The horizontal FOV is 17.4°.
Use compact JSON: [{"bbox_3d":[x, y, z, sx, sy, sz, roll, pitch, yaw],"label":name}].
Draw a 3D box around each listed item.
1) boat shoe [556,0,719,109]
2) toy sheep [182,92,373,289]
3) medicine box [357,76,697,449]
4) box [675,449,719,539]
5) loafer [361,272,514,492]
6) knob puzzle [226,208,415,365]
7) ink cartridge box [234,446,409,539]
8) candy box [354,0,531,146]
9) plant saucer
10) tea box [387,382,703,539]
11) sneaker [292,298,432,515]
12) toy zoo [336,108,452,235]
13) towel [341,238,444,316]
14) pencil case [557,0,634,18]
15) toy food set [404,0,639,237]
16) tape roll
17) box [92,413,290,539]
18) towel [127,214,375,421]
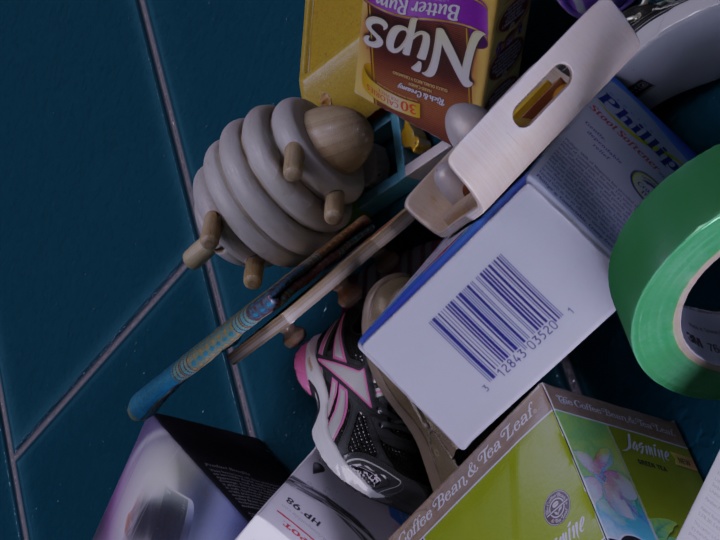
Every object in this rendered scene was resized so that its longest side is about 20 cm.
[{"bbox_3d":[0.199,-0.156,1.614,0.199,0.070,0.064,-30,47,38],"label":"boat shoe"},{"bbox_3d":[-0.069,-0.062,1.848,0.199,0.138,0.139,-33,50,22],"label":"toy sheep"},{"bbox_3d":[0.118,-0.009,1.555,0.182,0.103,0.200,-46,2,32],"label":"medicine box"},{"bbox_3d":[0.282,0.121,1.353,0.097,0.124,0.201,38,108,51],"label":"box"},{"bbox_3d":[0.068,0.092,1.632,0.067,0.076,0.201,-13,106,54],"label":"loafer"},{"bbox_3d":[0.000,0.000,1.765,0.031,0.220,0.219,50,128,-1],"label":"knob puzzle"},{"bbox_3d":[-0.028,0.207,1.648,0.067,0.116,0.200,-51,-3,25],"label":"ink cartridge box"},{"bbox_3d":[0.063,-0.195,1.711,0.116,0.056,0.201,29,138,24],"label":"candy box"},{"bbox_3d":[0.015,-0.227,1.879,0.199,0.048,0.201,-33,43,41],"label":"plant saucer"},{"bbox_3d":[0.130,0.217,1.508,0.200,0.133,0.198,-48,44,30],"label":"tea box"},{"bbox_3d":[0.011,0.090,1.711,0.087,0.080,0.201,-52,39,20],"label":"sneaker"},{"bbox_3d":[0.032,-0.126,1.866,0.200,0.020,0.132,-33,52,42],"label":"toy zoo"},{"bbox_3d":[0.051,0.050,1.770,0.199,0.030,0.148,-21,58,47],"label":"towel"},{"bbox_3d":[0.141,-0.268,1.723,0.084,0.085,0.200,-39,47,8],"label":"pencil case"},{"bbox_3d":[0.093,-0.100,1.500,0.144,0.060,0.200,-46,2,-9],"label":"toy food set"},{"bbox_3d":[0.247,-0.004,1.383,0.200,0.199,0.048,-47,44,32],"label":"tape roll"},{"bbox_3d":[-0.121,0.250,1.838,0.198,0.123,0.201,39,108,53],"label":"box"},{"bbox_3d":[-0.084,0.038,1.776,0.022,0.147,0.200,51,132,-2],"label":"towel"}]
